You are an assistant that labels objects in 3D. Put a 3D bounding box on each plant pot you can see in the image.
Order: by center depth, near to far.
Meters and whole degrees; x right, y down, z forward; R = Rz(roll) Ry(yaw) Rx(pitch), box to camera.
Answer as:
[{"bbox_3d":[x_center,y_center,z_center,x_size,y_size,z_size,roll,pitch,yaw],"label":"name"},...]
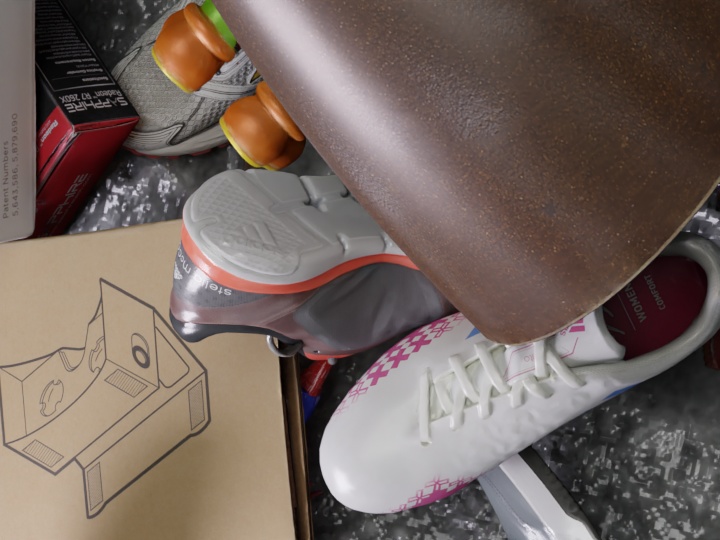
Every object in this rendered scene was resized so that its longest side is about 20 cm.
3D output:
[{"bbox_3d":[0.033,-0.104,0.879,0.200,0.187,0.187,37,94,-17],"label":"plant pot"}]

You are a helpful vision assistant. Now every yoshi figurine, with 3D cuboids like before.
[{"bbox_3d":[0.006,-0.143,1.013,0.200,0.112,0.112,-43,43,16],"label":"yoshi figurine"}]

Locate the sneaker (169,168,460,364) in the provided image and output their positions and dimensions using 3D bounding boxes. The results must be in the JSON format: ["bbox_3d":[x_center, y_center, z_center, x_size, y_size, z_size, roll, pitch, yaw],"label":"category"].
[{"bbox_3d":[0.000,0.000,0.999,0.082,0.199,0.077,-63,39,36],"label":"sneaker"}]

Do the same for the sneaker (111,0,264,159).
[{"bbox_3d":[-0.052,-0.133,1.095,0.200,0.082,0.078,-39,70,9],"label":"sneaker"}]

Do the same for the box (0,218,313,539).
[{"bbox_3d":[-0.118,0.061,1.060,0.199,0.021,0.164,-6,89,28],"label":"box"}]

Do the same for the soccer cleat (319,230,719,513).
[{"bbox_3d":[0.069,0.038,0.957,0.199,0.086,0.070,-30,84,-2],"label":"soccer cleat"}]

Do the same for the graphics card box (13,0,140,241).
[{"bbox_3d":[-0.203,-0.107,1.134,0.200,0.051,0.126,54,130,19],"label":"graphics card box"}]

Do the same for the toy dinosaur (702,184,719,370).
[{"bbox_3d":[0.250,-0.057,1.000,0.181,0.105,0.201,5,120,7],"label":"toy dinosaur"}]

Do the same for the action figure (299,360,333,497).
[{"bbox_3d":[-0.060,0.096,1.074,0.065,0.052,0.200,40,99,27],"label":"action figure"}]

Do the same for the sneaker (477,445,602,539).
[{"bbox_3d":[0.074,0.179,0.997,0.120,0.084,0.200,-32,72,1],"label":"sneaker"}]

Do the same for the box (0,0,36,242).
[{"bbox_3d":[-0.264,-0.119,1.062,0.198,0.130,0.201,17,113,40],"label":"box"}]
